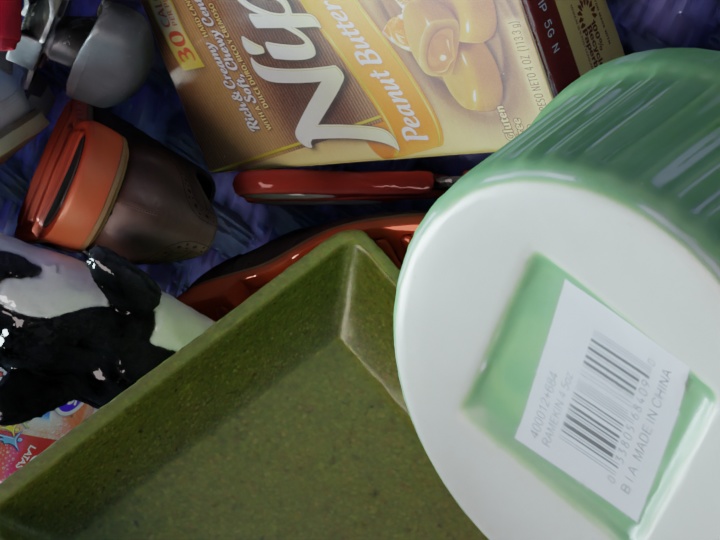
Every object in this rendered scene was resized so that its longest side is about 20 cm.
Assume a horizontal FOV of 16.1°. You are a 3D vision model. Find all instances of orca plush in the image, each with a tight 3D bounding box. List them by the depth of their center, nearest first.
[{"bbox_3d":[-0.140,0.026,1.049,0.200,0.071,0.105,32,155,-29],"label":"orca plush"}]

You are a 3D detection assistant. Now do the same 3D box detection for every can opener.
[{"bbox_3d":[-0.097,-0.136,1.035,0.067,0.053,0.200,23,145,-8],"label":"can opener"}]

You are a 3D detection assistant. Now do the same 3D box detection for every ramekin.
[{"bbox_3d":[0.107,0.029,0.920,0.200,0.098,0.200,21,125,33],"label":"ramekin"}]

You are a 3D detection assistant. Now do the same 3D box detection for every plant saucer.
[{"bbox_3d":[-0.016,0.117,1.002,0.200,0.200,0.048,49,160,11],"label":"plant saucer"}]

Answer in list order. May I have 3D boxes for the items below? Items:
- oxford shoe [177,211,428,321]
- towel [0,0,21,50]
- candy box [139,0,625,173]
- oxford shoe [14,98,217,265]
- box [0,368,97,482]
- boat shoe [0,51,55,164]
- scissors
[{"bbox_3d":[0.000,0.000,1.102,0.200,0.073,0.071,-13,116,34],"label":"oxford shoe"},{"bbox_3d":[-0.182,-0.181,1.073,0.145,0.022,0.200,-4,82,49],"label":"towel"},{"bbox_3d":[0.003,-0.106,1.040,0.200,0.055,0.116,-3,116,41],"label":"candy box"},{"bbox_3d":[-0.108,-0.031,1.134,0.072,0.200,0.071,22,96,-14],"label":"oxford shoe"},{"bbox_3d":[-0.207,0.016,1.206,0.103,0.095,0.200,36,176,-42],"label":"box"},{"bbox_3d":[-0.183,-0.075,1.132,0.068,0.075,0.200,55,-178,-12],"label":"boat shoe"},{"bbox_3d":[0.039,-0.038,1.085,0.200,0.073,0.014,-2,85,16],"label":"scissors"}]
